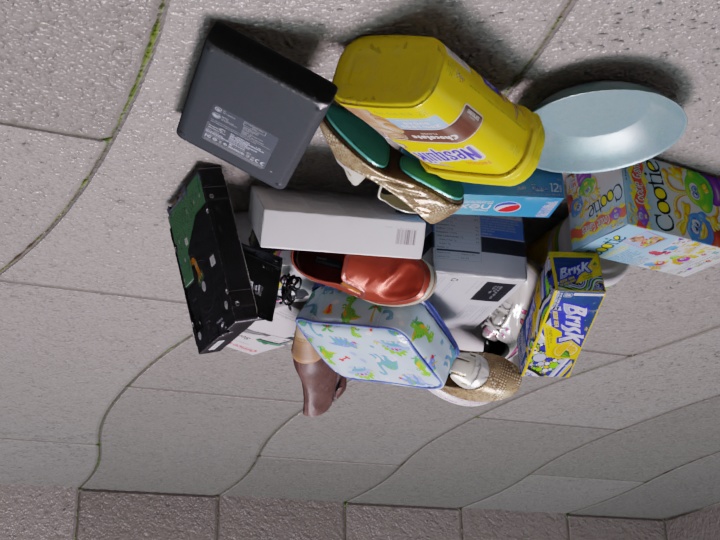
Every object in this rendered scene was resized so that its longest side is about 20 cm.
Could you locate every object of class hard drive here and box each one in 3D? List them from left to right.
[{"bbox_3d":[-0.187,-0.011,1.498,0.038,0.202,0.140,-8,163,-30],"label":"hard drive"},{"bbox_3d":[-0.115,-0.168,1.266,0.139,0.033,0.200,28,154,-6],"label":"hard drive"}]

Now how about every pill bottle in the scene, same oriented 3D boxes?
[{"bbox_3d":[0.283,0.000,1.692,0.110,0.112,0.200,6,157,-21],"label":"pill bottle"}]

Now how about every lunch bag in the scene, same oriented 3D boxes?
[{"bbox_3d":[0.024,0.088,1.599,0.199,0.083,0.161,3,144,39],"label":"lunch bag"}]

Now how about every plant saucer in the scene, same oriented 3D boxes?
[{"bbox_3d":[0.267,-0.170,1.358,0.199,0.039,0.201,-1,158,-1],"label":"plant saucer"}]

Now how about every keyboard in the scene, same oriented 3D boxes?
[{"bbox_3d":[-0.126,0.011,1.581,0.103,0.040,0.200,24,157,2],"label":"keyboard"}]

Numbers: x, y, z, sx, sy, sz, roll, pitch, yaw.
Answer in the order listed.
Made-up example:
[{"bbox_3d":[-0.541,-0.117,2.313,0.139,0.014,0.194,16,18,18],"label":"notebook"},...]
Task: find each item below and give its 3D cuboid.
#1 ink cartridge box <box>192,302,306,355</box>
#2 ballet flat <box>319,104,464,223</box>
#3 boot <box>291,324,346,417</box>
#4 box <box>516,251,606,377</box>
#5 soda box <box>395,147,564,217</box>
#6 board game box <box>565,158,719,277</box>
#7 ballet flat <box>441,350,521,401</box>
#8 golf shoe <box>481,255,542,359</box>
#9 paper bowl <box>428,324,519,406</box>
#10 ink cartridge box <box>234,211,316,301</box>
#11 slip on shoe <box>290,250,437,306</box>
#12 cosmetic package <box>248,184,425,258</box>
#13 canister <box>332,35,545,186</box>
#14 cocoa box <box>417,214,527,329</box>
[{"bbox_3d":[-0.141,0.057,1.833,0.199,0.085,0.146,-18,153,35],"label":"ink cartridge box"},{"bbox_3d":[0.024,-0.112,1.362,0.199,0.071,0.065,32,128,-11],"label":"ballet flat"},{"bbox_3d":[-0.035,0.100,1.767,0.072,0.200,0.168,18,129,29],"label":"boot"},{"bbox_3d":[0.258,0.060,1.558,0.069,0.065,0.201,1,144,-6],"label":"box"},{"bbox_3d":[0.143,-0.110,1.458,0.198,0.069,0.064,2,160,-10],"label":"soda box"},{"bbox_3d":[0.374,-0.070,1.531,0.198,0.104,0.105,11,156,-31],"label":"board game box"},{"bbox_3d":[0.123,0.138,1.661,0.198,0.071,0.065,4,166,30],"label":"ballet flat"},{"bbox_3d":[0.210,0.060,1.652,0.072,0.092,0.201,35,149,25],"label":"golf shoe"},{"bbox_3d":[0.156,0.095,1.804,0.199,0.202,0.105,11,134,-31],"label":"paper bowl"},{"bbox_3d":[-0.103,-0.017,1.650,0.198,0.084,0.146,-2,159,-1],"label":"ink cartridge box"},{"bbox_3d":[0.000,0.000,1.497,0.198,0.075,0.061,14,-177,22],"label":"slip on shoe"},{"bbox_3d":[-0.033,-0.062,1.483,0.198,0.052,0.151,4,-164,-12],"label":"cosmetic package"},{"bbox_3d":[0.081,-0.166,1.250,0.148,0.087,0.199,11,169,41],"label":"canister"},{"bbox_3d":[0.125,-0.018,1.601,0.132,0.133,0.200,5,158,-14],"label":"cocoa box"}]
